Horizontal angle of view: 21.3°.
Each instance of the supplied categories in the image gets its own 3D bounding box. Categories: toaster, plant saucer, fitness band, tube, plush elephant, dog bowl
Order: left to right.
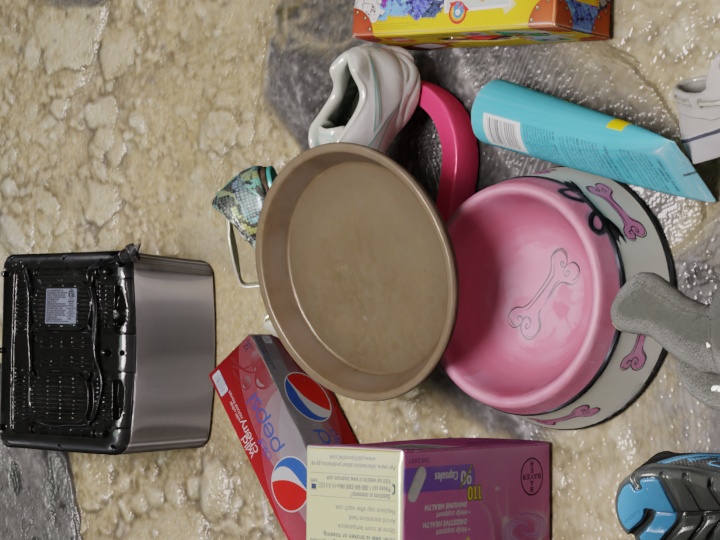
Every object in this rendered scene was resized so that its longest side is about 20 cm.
[{"bbox_3d":[-0.226,0.071,1.716,0.199,0.118,0.182,-2,87,42],"label":"toaster"},{"bbox_3d":[0.000,0.000,1.461,0.199,0.029,0.201,11,108,38],"label":"plant saucer"},{"bbox_3d":[0.028,-0.056,1.554,0.143,0.037,0.201,14,98,39],"label":"fitness band"},{"bbox_3d":[0.132,0.020,1.429,0.200,0.074,0.201,-3,85,42],"label":"dog bowl"},{"bbox_3d":[0.167,-0.095,1.408,0.200,0.077,0.051,23,80,44],"label":"tube"},{"bbox_3d":[0.298,0.039,1.239,0.165,0.155,0.200,-53,48,15],"label":"plush elephant"}]

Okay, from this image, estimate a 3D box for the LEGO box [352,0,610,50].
[{"bbox_3d":[0.095,-0.251,1.473,0.199,0.077,0.150,2,89,42],"label":"LEGO box"}]

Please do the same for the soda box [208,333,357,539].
[{"bbox_3d":[-0.047,0.150,1.584,0.063,0.070,0.200,-43,60,31],"label":"soda box"}]

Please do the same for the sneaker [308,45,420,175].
[{"bbox_3d":[-0.012,-0.082,1.515,0.070,0.080,0.201,14,98,37],"label":"sneaker"}]

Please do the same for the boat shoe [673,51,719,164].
[{"bbox_3d":[0.260,-0.120,1.268,0.200,0.072,0.066,161,85,-81],"label":"boat shoe"}]

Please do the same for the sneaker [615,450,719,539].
[{"bbox_3d":[0.277,0.153,1.290,0.199,0.082,0.074,9,109,20],"label":"sneaker"}]

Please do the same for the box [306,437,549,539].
[{"bbox_3d":[0.052,0.227,1.419,0.096,0.176,0.201,-1,87,42],"label":"box"}]

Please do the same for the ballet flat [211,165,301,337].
[{"bbox_3d":[-0.061,0.012,1.565,0.074,0.074,0.201,-20,99,39],"label":"ballet flat"}]
